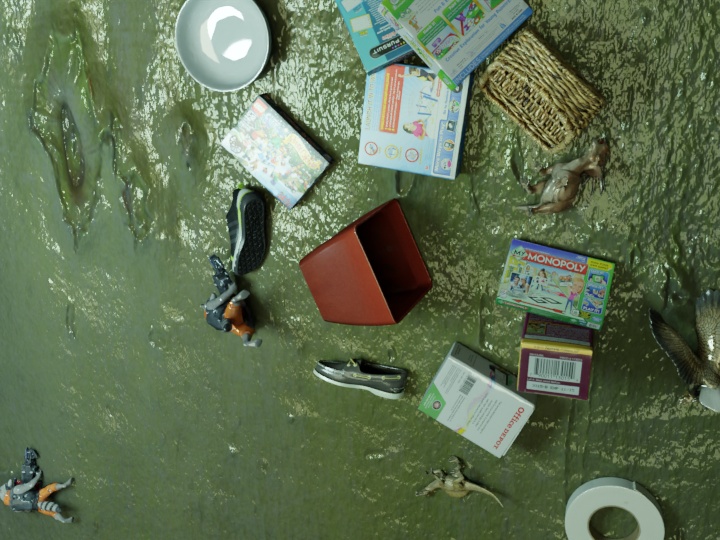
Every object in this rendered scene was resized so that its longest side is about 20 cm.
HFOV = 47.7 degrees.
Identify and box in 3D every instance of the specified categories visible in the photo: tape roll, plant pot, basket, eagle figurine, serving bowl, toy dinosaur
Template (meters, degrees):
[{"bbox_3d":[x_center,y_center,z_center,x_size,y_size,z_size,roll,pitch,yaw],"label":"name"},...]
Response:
[{"bbox_3d":[0.530,0.528,1.702,0.202,0.037,0.204,5,108,15],"label":"tape roll"},{"bbox_3d":[0.000,0.000,1.615,0.176,0.200,0.201,-18,101,32],"label":"plant pot"},{"bbox_3d":[0.313,-0.308,1.436,0.200,0.143,0.149,44,113,0],"label":"basket"},{"bbox_3d":[0.622,0.155,1.506,0.150,0.152,0.201,2,114,37],"label":"eagle figurine"},{"bbox_3d":[-0.261,-0.457,1.604,0.199,0.066,0.201,5,109,16],"label":"serving bowl"},{"bbox_3d":[0.379,-0.152,1.509,0.200,0.135,0.086,-53,46,45],"label":"toy dinosaur"},{"bbox_3d":[0.213,0.461,1.777,0.199,0.058,0.102,-4,121,26],"label":"toy dinosaur"}]

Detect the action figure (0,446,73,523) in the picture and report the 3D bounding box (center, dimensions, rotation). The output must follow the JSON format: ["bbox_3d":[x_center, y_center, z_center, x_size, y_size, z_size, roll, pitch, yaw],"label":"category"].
[{"bbox_3d":[-0.841,0.565,2.096,0.192,0.105,0.201,3,111,6],"label":"action figure"}]

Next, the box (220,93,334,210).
[{"bbox_3d":[-0.170,-0.242,1.661,0.200,0.038,0.137,43,114,0],"label":"box"}]

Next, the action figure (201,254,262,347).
[{"bbox_3d":[-0.291,0.075,1.731,0.193,0.104,0.201,4,123,59],"label":"action figure"}]

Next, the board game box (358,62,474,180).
[{"bbox_3d":[0.104,-0.290,1.553,0.195,0.056,0.201,12,110,13],"label":"board game box"}]

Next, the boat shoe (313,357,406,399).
[{"bbox_3d":[0.000,0.219,1.746,0.200,0.072,0.061,13,107,5],"label":"boat shoe"}]

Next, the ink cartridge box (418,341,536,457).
[{"bbox_3d":[0.243,0.266,1.677,0.199,0.084,0.145,30,114,6],"label":"ink cartridge box"}]

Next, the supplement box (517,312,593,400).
[{"bbox_3d":[0.369,0.150,1.537,0.130,0.200,0.104,5,110,15],"label":"supplement box"}]

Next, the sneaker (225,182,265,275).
[{"bbox_3d":[-0.247,-0.089,1.733,0.083,0.071,0.201,35,124,41],"label":"sneaker"}]

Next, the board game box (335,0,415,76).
[{"bbox_3d":[0.040,-0.480,1.480,0.150,0.047,0.201,-24,91,6],"label":"board game box"}]

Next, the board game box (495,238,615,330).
[{"bbox_3d":[0.369,0.025,1.543,0.199,0.135,0.029,14,155,12],"label":"board game box"}]

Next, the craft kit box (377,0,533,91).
[{"bbox_3d":[0.167,-0.457,1.435,0.200,0.049,0.198,-43,96,-7],"label":"craft kit box"}]
